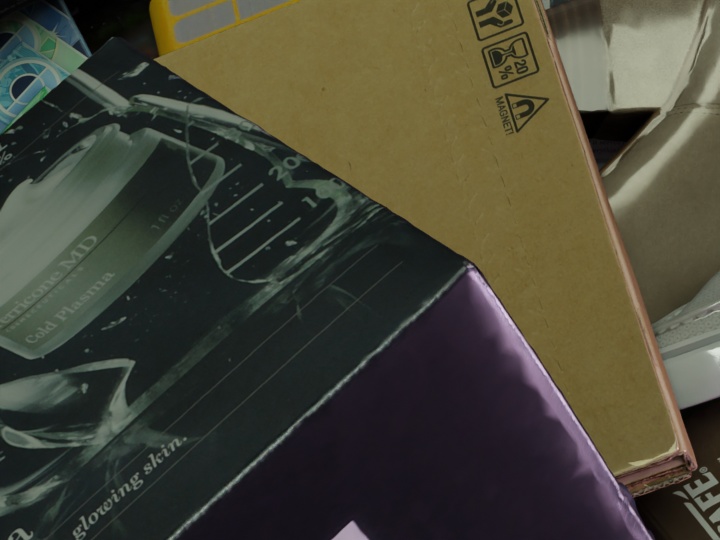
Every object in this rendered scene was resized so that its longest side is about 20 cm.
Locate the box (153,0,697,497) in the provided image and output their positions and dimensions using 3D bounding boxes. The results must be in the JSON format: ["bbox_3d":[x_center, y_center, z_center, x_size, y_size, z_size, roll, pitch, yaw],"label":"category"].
[{"bbox_3d":[0.000,0.000,0.857,0.162,0.021,0.201,-20,61,9],"label":"box"}]

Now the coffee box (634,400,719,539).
[{"bbox_3d":[0.195,0.073,0.859,0.199,0.080,0.114,-27,39,-9],"label":"coffee box"}]

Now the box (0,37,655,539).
[{"bbox_3d":[-0.066,0.068,0.720,0.200,0.124,0.196,-42,35,-11],"label":"box"}]

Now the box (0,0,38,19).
[{"bbox_3d":[-0.161,-0.169,1.030,0.142,0.036,0.200,-27,51,-9],"label":"box"}]

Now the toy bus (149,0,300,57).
[{"bbox_3d":[-0.021,-0.051,0.947,0.078,0.065,0.201,-22,56,10],"label":"toy bus"}]

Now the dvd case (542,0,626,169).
[{"bbox_3d":[0.136,-0.114,1.008,0.149,0.025,0.201,0,64,4],"label":"dvd case"}]

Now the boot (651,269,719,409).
[{"bbox_3d":[0.157,-0.035,0.871,0.199,0.074,0.096,-27,92,-18],"label":"boot"}]

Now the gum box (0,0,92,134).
[{"bbox_3d":[-0.168,0.000,0.966,0.199,0.045,0.171,-25,64,-9],"label":"gum box"}]

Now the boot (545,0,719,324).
[{"bbox_3d":[0.127,-0.012,0.921,0.145,0.070,0.202,-2,89,-6],"label":"boot"}]
